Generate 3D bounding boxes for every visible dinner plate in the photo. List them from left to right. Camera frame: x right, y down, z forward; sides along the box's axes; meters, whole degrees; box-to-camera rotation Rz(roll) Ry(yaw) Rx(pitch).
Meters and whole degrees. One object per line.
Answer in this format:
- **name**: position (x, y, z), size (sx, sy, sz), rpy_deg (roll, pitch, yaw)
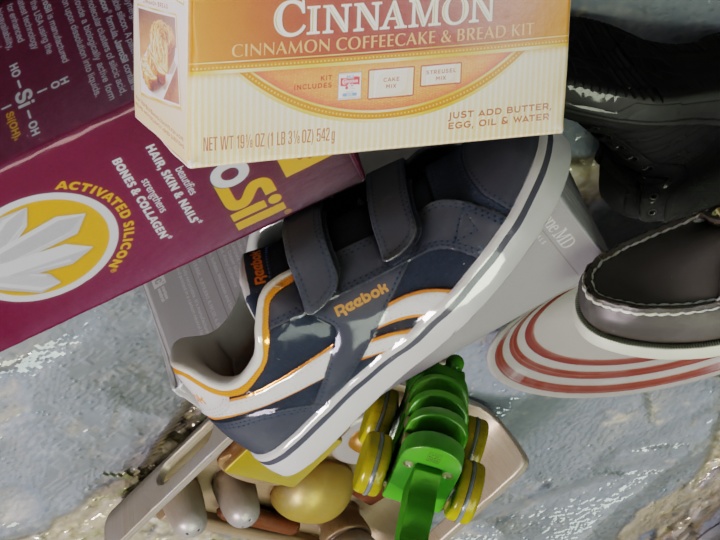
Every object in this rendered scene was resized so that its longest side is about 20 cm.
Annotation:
- **dinner plate**: position (0.163, 0.021, 1.240), size (0.199, 0.024, 0.200), rpy_deg (-9, 159, -4)

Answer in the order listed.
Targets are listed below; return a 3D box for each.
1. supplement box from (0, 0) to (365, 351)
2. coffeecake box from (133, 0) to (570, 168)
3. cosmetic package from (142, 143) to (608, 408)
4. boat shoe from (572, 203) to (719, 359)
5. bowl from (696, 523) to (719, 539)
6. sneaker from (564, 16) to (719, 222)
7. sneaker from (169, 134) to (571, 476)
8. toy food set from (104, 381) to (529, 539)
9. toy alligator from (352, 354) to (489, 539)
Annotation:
- **supplement box**: position (-0.112, -0.055, 0.972), size (0.199, 0.086, 0.111), rpy_deg (-25, 144, 2)
- **coffeecake box**: position (-0.002, -0.149, 0.850), size (0.152, 0.073, 0.202), rpy_deg (-6, 111, -21)
- **cosmetic package**: position (0.007, -0.006, 1.098), size (0.199, 0.091, 0.107), rpy_deg (-29, 147, 14)
- **boat shoe**: position (0.193, -0.012, 1.064), size (0.200, 0.072, 0.061), rpy_deg (-12, 142, 0)
- **bowl**: position (0.266, 0.218, 1.522), size (0.200, 0.091, 0.202), rpy_deg (-15, 144, -12)
- **sneaker**: position (0.139, -0.062, 1.120), size (0.199, 0.060, 0.105), rpy_deg (-2, 136, -34)
- **sneaker**: position (0.000, 0.000, 0.992), size (0.079, 0.079, 0.200), rpy_deg (37, 108, -21)
- **toy food set**: position (-0.022, 0.122, 1.269), size (0.199, 0.061, 0.143), rpy_deg (18, 128, -43)
- **toy alligator**: position (0.035, 0.066, 1.144), size (0.059, 0.200, 0.055), rpy_deg (18, 119, -5)
